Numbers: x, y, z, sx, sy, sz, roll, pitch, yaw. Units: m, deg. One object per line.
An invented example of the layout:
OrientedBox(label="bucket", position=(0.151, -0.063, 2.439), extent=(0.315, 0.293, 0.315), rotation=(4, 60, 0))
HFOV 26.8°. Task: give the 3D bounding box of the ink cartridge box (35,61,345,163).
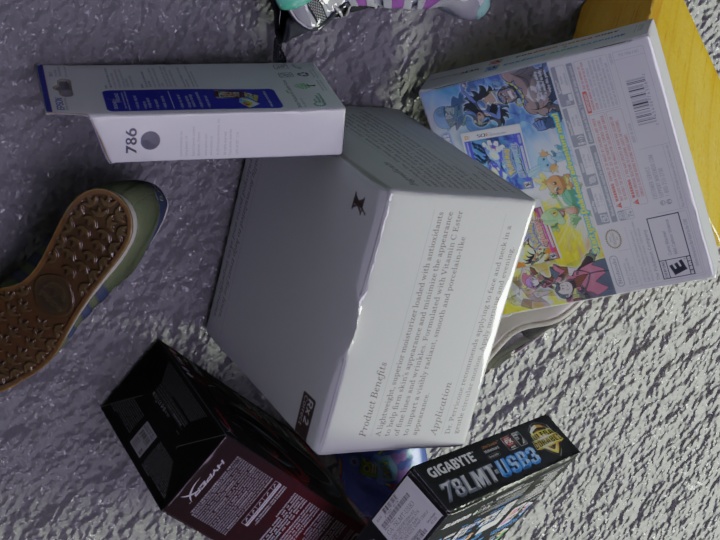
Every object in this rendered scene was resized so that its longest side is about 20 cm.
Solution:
OrientedBox(label="ink cartridge box", position=(-0.117, -0.109, 1.023), extent=(0.198, 0.100, 0.039), rotation=(-1, 117, -15))

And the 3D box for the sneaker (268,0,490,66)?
OrientedBox(label="sneaker", position=(-0.011, -0.198, 1.084), extent=(0.199, 0.078, 0.140), rotation=(30, 99, -28))

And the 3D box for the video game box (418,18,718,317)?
OrientedBox(label="video game box", position=(0.160, -0.072, 1.153), extent=(0.181, 0.047, 0.201), rotation=(-12, 113, 21))

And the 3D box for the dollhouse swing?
OrientedBox(label="dollhouse swing", position=(0.195, -0.110, 1.269), extent=(0.200, 0.175, 0.183), rotation=(53, 42, -37))

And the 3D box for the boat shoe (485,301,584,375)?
OrientedBox(label="boat shoe", position=(0.121, 0.038, 1.269), extent=(0.200, 0.057, 0.067), rotation=(-40, 90, 8))

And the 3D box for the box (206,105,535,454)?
OrientedBox(label="box", position=(0.000, 0.000, 1.107), extent=(0.130, 0.200, 0.200), rotation=(2, 113, -33))

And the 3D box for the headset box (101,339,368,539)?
OrientedBox(label="headset box", position=(-0.087, 0.159, 1.168), extent=(0.075, 0.149, 0.200), rotation=(-49, 127, 3))

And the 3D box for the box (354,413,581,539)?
OrientedBox(label="box", position=(0.053, 0.208, 1.155), extent=(0.199, 0.050, 0.199), rotation=(-13, 146, -53))

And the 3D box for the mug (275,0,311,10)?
OrientedBox(label="mug", position=(-0.089, -0.270, 0.955), extent=(0.151, 0.115, 0.186), rotation=(7, 110, -10))

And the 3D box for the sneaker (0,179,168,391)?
OrientedBox(label="sneaker", position=(-0.205, 0.008, 1.072), extent=(0.067, 0.090, 0.200), rotation=(46, 116, 2))

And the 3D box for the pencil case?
OrientedBox(label="pencil case", position=(0.019, 0.190, 1.291), extent=(0.086, 0.078, 0.201), rotation=(-8, 121, 1))
